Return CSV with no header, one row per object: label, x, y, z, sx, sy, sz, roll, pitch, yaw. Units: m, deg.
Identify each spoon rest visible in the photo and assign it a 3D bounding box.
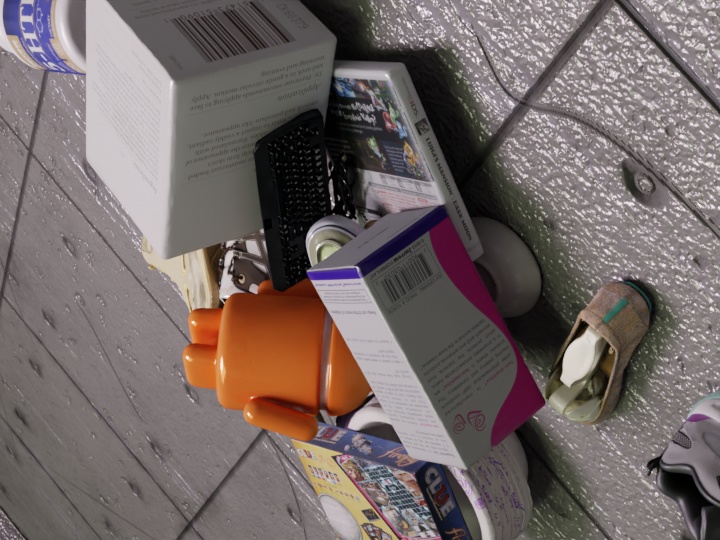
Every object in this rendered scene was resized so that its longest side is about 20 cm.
spoon rest,0.095,0.022,1.262,0.099,0.061,0.200,49,137,5

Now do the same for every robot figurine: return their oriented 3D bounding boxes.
robot figurine,-0.069,0.083,1.327,0.199,0.144,0.117,4,111,1

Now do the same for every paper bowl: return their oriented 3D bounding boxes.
paper bowl,0.089,0.196,1.392,0.200,0.104,0.201,36,147,28

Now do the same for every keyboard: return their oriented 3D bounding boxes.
keyboard,-0.040,-0.060,1.246,0.040,0.104,0.201,40,153,29

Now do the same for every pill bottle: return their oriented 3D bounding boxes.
pill bottle,-0.310,-0.268,1.447,0.199,0.120,0.120,13,132,49

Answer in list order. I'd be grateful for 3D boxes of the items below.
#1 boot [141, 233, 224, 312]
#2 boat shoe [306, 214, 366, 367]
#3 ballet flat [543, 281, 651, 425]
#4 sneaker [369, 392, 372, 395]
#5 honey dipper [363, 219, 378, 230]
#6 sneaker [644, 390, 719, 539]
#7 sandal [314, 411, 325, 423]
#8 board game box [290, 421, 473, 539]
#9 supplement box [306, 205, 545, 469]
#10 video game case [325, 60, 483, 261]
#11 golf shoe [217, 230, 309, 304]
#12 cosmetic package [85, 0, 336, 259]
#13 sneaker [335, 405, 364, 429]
boot,-0.182,0.018,1.536,0.155,0.073,0.201,20,123,52
boat shoe,0.013,0.043,1.247,0.072,0.062,0.201,-27,103,26
ballet flat,0.189,0.084,1.169,0.068,0.067,0.201,37,147,22
sneaker,-0.024,0.108,1.461,0.078,0.099,0.200,54,150,-2
honey dipper,0.000,0.000,1.347,0.038,0.038,0.200,47,159,9
sneaker,0.307,0.191,1.040,0.200,0.140,0.078,32,144,33
sandal,-0.094,0.114,1.487,0.201,0.054,0.080,65,177,-30
board game box,0.023,0.229,1.381,0.199,0.035,0.136,8,127,51
supplement box,0.057,0.058,1.181,0.201,0.101,0.103,61,155,-12
video game case,0.020,-0.102,1.220,0.200,0.023,0.183,19,138,62
golf shoe,-0.115,-0.016,1.404,0.201,0.094,0.078,59,152,0
cosmetic package,-0.140,-0.151,1.231,0.165,0.164,0.201,48,143,34
sneaker,0.031,0.237,1.572,0.087,0.075,0.201,27,140,62
